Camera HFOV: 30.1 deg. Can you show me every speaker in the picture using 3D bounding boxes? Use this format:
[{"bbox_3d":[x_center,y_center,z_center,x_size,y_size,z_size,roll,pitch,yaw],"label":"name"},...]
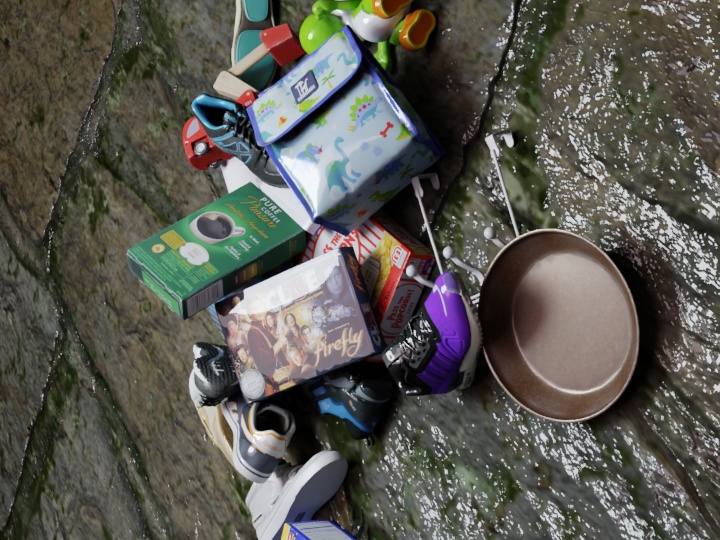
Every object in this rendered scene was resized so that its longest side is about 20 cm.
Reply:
[{"bbox_3d":[-0.135,-0.090,1.843,0.081,0.081,0.201,-46,51,38],"label":"speaker"}]

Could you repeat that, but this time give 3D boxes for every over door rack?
[{"bbox_3d":[0.116,-0.044,1.521,0.148,0.066,0.201,-26,65,47],"label":"over door rack"}]

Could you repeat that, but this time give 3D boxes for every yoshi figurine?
[{"bbox_3d":[-0.006,-0.303,1.686,0.200,0.112,0.113,9,99,55],"label":"yoshi figurine"}]

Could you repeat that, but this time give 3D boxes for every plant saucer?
[{"bbox_3d":[0.209,0.055,1.383,0.200,0.037,0.201,10,104,43],"label":"plant saucer"}]

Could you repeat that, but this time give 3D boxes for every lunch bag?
[{"bbox_3d":[-0.027,-0.173,1.612,0.170,0.127,0.200,-38,67,12],"label":"lunch bag"}]

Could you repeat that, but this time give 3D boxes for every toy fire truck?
[{"bbox_3d":[-0.161,-0.237,1.843,0.199,0.049,0.141,-25,62,12],"label":"toy fire truck"}]

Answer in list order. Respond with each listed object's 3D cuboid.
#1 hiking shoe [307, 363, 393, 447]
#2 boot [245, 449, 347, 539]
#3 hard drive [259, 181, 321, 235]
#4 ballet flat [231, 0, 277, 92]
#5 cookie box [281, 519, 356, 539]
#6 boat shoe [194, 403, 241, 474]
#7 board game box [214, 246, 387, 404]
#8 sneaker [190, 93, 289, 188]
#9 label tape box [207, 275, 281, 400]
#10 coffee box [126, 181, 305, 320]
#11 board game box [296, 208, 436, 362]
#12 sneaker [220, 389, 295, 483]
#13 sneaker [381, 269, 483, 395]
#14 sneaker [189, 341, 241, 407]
[{"bbox_3d":[-0.047,0.138,1.691,0.200,0.074,0.087,35,116,42],"label":"hiking shoe"},{"bbox_3d":[-0.093,0.275,1.742,0.200,0.073,0.096,-55,51,32],"label":"boot"},{"bbox_3d":[-0.038,-0.158,1.718,0.200,0.025,0.132,-55,42,6],"label":"hard drive"},{"bbox_3d":[-0.153,-0.344,1.925,0.069,0.069,0.201,-6,79,52],"label":"ballet flat"},{"bbox_3d":[-0.031,0.423,1.641,0.200,0.075,0.172,24,105,52],"label":"cookie box"},{"bbox_3d":[-0.183,0.214,1.880,0.200,0.073,0.069,61,143,38],"label":"boat shoe"},{"bbox_3d":[-0.076,0.068,1.640,0.199,0.035,0.136,-24,80,28],"label":"board game box"},{"bbox_3d":[-0.140,-0.167,1.724,0.200,0.082,0.073,26,81,32],"label":"sneaker"},{"bbox_3d":[-0.143,0.084,1.822,0.144,0.063,0.200,33,152,49],"label":"label tape box"},{"bbox_3d":[-0.181,-0.027,1.712,0.123,0.200,0.044,38,147,32],"label":"coffee box"},{"bbox_3d":[0.000,0.000,1.681,0.200,0.046,0.152,42,117,47],"label":"board game box"},{"bbox_3d":[-0.131,0.194,1.779,0.080,0.078,0.200,-54,27,18],"label":"sneaker"},{"bbox_3d":[0.073,0.081,1.462,0.200,0.099,0.070,89,164,-53],"label":"sneaker"},{"bbox_3d":[-0.188,0.148,1.756,0.200,0.073,0.080,-141,61,-81],"label":"sneaker"}]
